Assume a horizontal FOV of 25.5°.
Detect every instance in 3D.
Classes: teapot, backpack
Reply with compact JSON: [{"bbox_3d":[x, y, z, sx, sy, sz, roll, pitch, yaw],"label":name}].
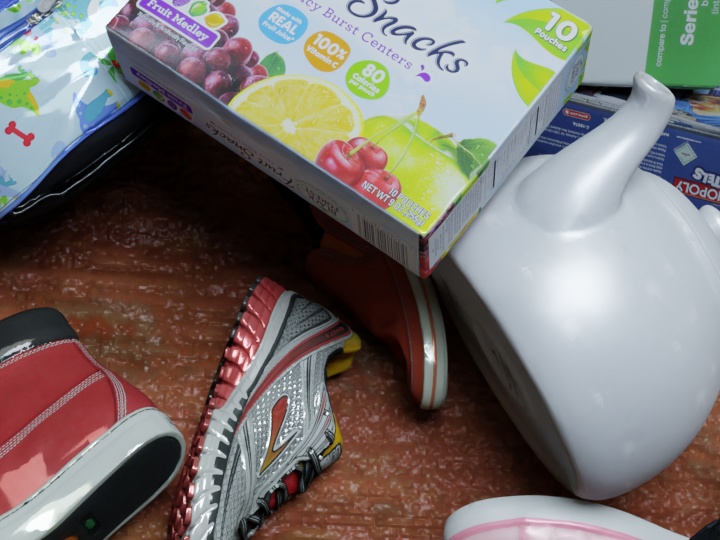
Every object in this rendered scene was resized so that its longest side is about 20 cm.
[{"bbox_3d":[0.135,0.016,0.852,0.145,0.200,0.199,-30,92,-6],"label":"teapot"},{"bbox_3d":[-0.178,-0.121,0.903,0.147,0.183,0.200,47,70,-8],"label":"backpack"}]

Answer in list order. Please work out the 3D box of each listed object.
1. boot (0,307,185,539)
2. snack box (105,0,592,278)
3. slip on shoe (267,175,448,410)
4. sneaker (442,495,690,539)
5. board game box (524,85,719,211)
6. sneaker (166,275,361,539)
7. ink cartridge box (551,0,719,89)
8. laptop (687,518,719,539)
[{"bbox_3d":[-0.210,0.111,0.842,0.200,0.073,0.144,-40,59,-20],"label":"boot"},{"bbox_3d":[-0.006,-0.109,0.794,0.199,0.053,0.143,34,70,17],"label":"snack box"},{"bbox_3d":[0.000,0.000,0.937,0.061,0.074,0.201,-19,60,-13],"label":"slip on shoe"},{"bbox_3d":[0.136,0.191,0.845,0.198,0.076,0.105,16,53,-5],"label":"sneaker"},{"bbox_3d":[0.180,-0.098,1.000,0.198,0.062,0.200,17,25,21],"label":"board game box"},{"bbox_3d":[-0.051,0.098,0.865,0.081,0.078,0.201,21,61,-4],"label":"sneaker"},{"bbox_3d":[0.106,-0.169,0.959,0.198,0.084,0.147,1,22,-6],"label":"ink cartridge box"},{"bbox_3d":[0.150,0.257,0.764,0.177,0.200,0.103,48,25,-4],"label":"laptop"}]
